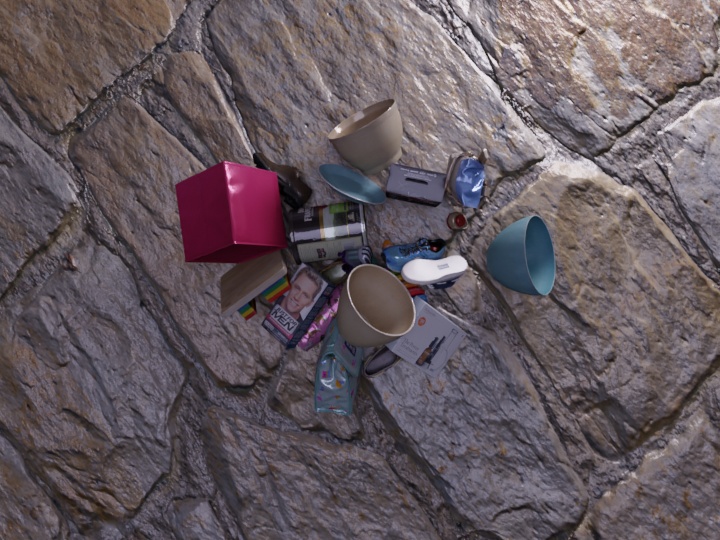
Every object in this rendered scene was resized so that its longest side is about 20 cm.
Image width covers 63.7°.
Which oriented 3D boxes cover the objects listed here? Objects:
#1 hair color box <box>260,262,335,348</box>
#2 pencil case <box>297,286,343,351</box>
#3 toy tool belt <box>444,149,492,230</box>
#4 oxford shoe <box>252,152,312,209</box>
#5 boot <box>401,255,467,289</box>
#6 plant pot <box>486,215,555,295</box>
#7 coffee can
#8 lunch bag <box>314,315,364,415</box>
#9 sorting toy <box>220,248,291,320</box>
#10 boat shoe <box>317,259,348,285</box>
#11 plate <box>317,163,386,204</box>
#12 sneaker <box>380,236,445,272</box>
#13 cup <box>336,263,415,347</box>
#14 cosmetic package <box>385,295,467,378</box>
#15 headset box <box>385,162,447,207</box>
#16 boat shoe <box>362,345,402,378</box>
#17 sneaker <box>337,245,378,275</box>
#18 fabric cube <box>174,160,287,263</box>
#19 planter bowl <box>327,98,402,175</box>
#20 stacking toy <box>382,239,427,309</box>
[{"bbox_3d":[-0.163,0.092,1.520,0.099,0.060,0.202,36,95,21],"label":"hair color box"},{"bbox_3d":[-0.102,0.130,1.578,0.199,0.087,0.083,-38,58,3],"label":"pencil case"},{"bbox_3d":[0.282,-0.208,1.512,0.122,0.122,0.205,4,91,-31],"label":"toy tool belt"},{"bbox_3d":[-0.213,-0.258,1.587,0.200,0.073,0.085,43,69,4],"label":"oxford shoe"},{"bbox_3d":[0.184,0.020,1.519,0.196,0.091,0.074,-6,57,-25],"label":"boot"},{"bbox_3d":[0.408,-0.031,1.512,0.133,0.198,0.205,-9,92,39],"label":"plant pot"},{"bbox_3d":[-0.081,-0.101,1.538,0.195,0.146,0.150,-7,91,2],"label":"coffee can"},{"bbox_3d":[-0.055,0.240,1.498,0.119,0.171,0.204,5,121,8],"label":"lunch bag"},{"bbox_3d":[-0.272,0.029,1.537,0.198,0.200,0.070,-36,120,6],"label":"sorting toy"},{"bbox_3d":[-0.105,0.030,1.578,0.198,0.074,0.076,-37,90,3],"label":"boat shoe"},{"bbox_3d":[-0.025,-0.219,1.515,0.197,0.201,0.026,27,116,1],"label":"plate"},{"bbox_3d":[0.140,-0.056,1.517,0.196,0.091,0.079,-9,58,-31],"label":"sneaker"},{"bbox_3d":[0.018,0.108,1.435,0.200,0.200,0.143,44,130,1],"label":"cup"},{"bbox_3d":[0.173,0.178,1.527,0.199,0.052,0.152,34,91,-38],"label":"cosmetic package"},{"bbox_3d":[0.141,-0.219,1.496,0.145,0.200,0.077,12,93,3],"label":"headset box"},{"bbox_3d":[0.087,0.222,1.581,0.198,0.060,0.072,-37,90,3],"label":"boat shoe"},{"bbox_3d":[0.000,0.000,1.531,0.085,0.201,0.076,-1,56,13],"label":"sneaker"},{"bbox_3d":[-0.329,-0.138,1.482,0.197,0.195,0.204,-15,82,33],"label":"fabric cube"},{"bbox_3d":[0.031,-0.338,1.516,0.197,0.201,0.136,-30,114,3],"label":"planter bowl"},{"bbox_3d":[0.101,0.011,1.566,0.107,0.116,0.204,-17,77,-3],"label":"stacking toy"}]
